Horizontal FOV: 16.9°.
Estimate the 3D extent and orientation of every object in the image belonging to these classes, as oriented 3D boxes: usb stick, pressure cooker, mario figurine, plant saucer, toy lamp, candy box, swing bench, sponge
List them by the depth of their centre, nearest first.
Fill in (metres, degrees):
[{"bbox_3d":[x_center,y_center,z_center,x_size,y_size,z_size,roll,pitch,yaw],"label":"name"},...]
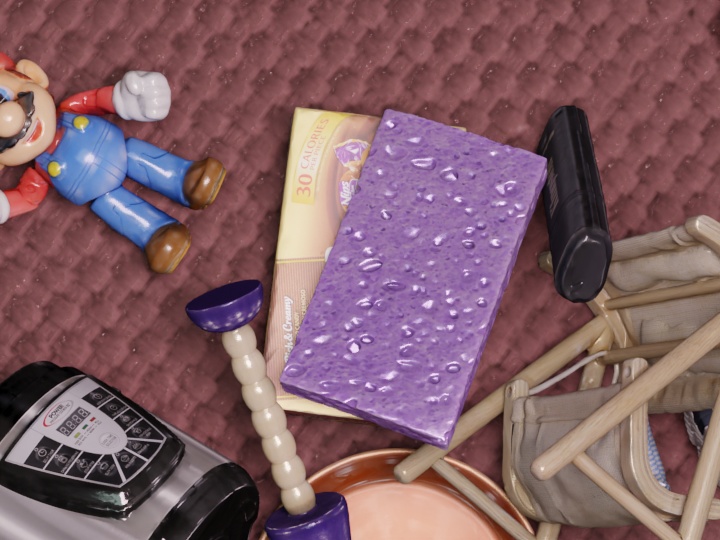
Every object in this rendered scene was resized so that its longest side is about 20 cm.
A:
[{"bbox_3d":[0.157,0.085,1.503,0.130,0.199,0.200,41,71,-14],"label":"swing bench"},{"bbox_3d":[-0.187,0.156,1.505,0.200,0.176,0.179,29,88,16],"label":"pressure cooker"},{"bbox_3d":[0.035,0.003,1.516,0.111,0.030,0.200,18,71,10],"label":"sponge"},{"bbox_3d":[0.135,-0.045,1.533,0.033,0.200,0.056,9,117,-4],"label":"usb stick"},{"bbox_3d":[-0.052,0.106,1.535,0.058,0.058,0.200,-19,104,-4],"label":"toy lamp"},{"bbox_3d":[-0.191,-0.075,1.559,0.200,0.106,0.124,27,51,-8],"label":"mario figurine"},{"bbox_3d":[0.024,0.217,1.591,0.200,0.032,0.201,0,86,-3],"label":"plant saucer"},{"bbox_3d":[0.000,0.000,1.591,0.117,0.056,0.200,8,85,-2],"label":"candy box"}]

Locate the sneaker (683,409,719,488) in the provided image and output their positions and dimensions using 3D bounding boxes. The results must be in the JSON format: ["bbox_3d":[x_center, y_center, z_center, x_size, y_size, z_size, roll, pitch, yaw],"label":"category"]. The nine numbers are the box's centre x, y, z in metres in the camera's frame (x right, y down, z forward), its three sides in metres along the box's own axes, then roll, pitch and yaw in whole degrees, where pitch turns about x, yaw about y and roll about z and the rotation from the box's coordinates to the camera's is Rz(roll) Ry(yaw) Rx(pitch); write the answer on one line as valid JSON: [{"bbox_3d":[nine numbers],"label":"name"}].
[{"bbox_3d":[0.311,0.128,1.588,0.130,0.079,0.199,-38,89,-6],"label":"sneaker"}]
